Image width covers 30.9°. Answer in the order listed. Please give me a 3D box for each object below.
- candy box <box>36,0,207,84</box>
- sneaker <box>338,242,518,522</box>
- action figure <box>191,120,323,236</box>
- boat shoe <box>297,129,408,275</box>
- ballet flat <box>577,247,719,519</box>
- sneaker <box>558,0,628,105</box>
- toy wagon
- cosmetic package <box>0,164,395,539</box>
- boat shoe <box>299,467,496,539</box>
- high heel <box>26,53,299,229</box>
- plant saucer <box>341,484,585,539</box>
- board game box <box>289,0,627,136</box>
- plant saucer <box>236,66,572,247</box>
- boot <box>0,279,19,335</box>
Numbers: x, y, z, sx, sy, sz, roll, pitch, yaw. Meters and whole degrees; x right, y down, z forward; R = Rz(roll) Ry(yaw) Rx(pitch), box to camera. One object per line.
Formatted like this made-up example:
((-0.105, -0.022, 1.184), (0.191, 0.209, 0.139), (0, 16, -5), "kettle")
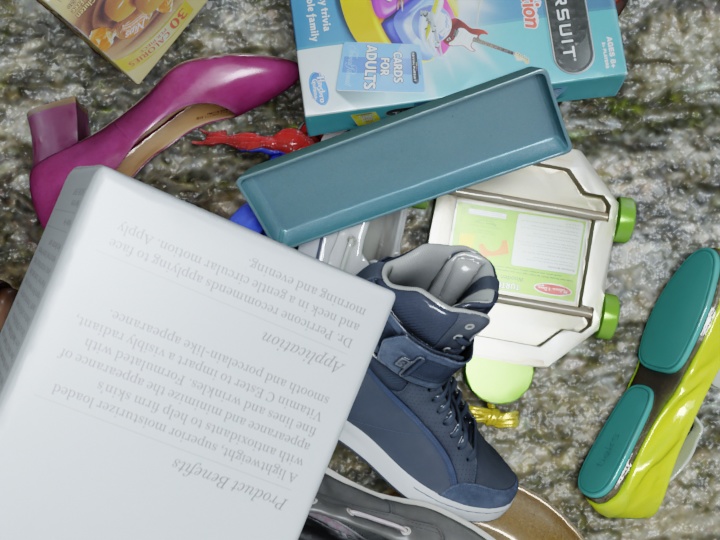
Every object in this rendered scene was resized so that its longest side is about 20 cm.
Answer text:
((-0.122, -0.231, 0.835), (0.055, 0.115, 0.200), (37, 87, 26), "candy box")
((0.059, 0.071, 0.824), (0.202, 0.077, 0.146), (36, 118, -22), "sneaker")
((-0.086, -0.032, 0.880), (0.099, 0.065, 0.200), (1, 47, 35), "action figure")
((0.000, 0.000, 0.877), (0.066, 0.072, 0.200), (11, 90, 28), "boat shoe")
((0.219, 0.083, 0.906), (0.067, 0.067, 0.200), (27, 89, -22), "ballet flat")
((0.134, -0.165, 0.912), (0.077, 0.082, 0.200), (30, 65, 18), "sneaker")
((0.103, 0.009, 0.911), (0.155, 0.040, 0.200), (10, 88, -1), "toy wagon")
((-0.111, 0.067, 0.696), (0.165, 0.165, 0.200), (24, 87, -18), "cosmetic package")
((-0.002, 0.168, 0.826), (0.200, 0.067, 0.057), (26, 48, -4), "boat shoe")
((-0.130, -0.084, 0.892), (0.200, 0.067, 0.096), (-14, 78, 12), "high heel")
((0.069, 0.235, 0.871), (0.200, 0.035, 0.200), (4, 62, -8), "plant saucer")
((0.055, -0.176, 0.824), (0.200, 0.047, 0.151), (-8, 80, 0), "board game box")
((0.027, -0.070, 0.808), (0.200, 0.070, 0.019), (-19, 44, 9), "plant saucer")
((-0.138, 0.071, 0.831), (0.200, 0.186, 0.064), (16, 76, 2), "boot")
